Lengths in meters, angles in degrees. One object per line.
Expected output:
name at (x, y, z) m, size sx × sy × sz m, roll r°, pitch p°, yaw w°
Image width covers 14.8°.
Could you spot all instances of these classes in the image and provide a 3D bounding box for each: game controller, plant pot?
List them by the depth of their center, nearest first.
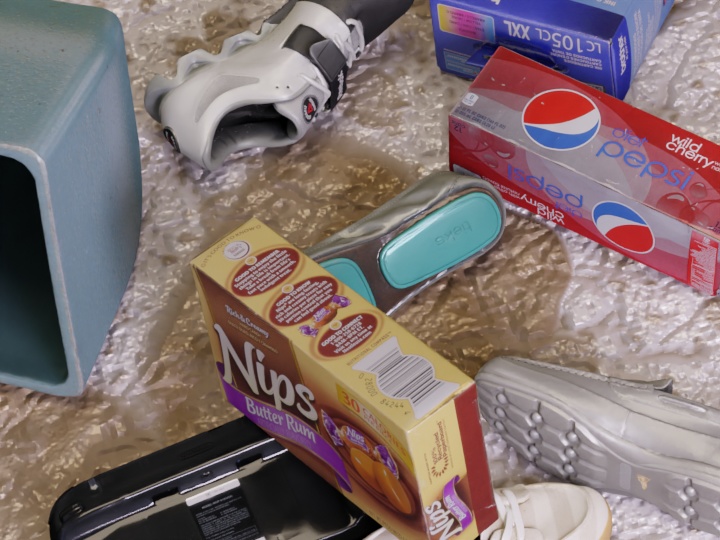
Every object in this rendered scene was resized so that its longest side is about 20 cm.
game controller at (-0.083, 0.144, 1.648) m, size 0.199 × 0.042 × 0.105 m, roll -22°, pitch 65°, yaw -8°
plant pot at (-0.234, -0.071, 1.756) m, size 0.195 × 0.197 × 0.200 m, roll 11°, pitch 42°, yaw 18°

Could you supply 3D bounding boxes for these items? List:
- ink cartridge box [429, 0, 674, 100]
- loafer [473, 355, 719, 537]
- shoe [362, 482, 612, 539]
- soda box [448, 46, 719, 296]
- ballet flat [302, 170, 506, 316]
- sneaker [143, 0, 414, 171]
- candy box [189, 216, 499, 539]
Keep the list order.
ink cartridge box at (0.134, -0.189, 1.862) m, size 0.136 × 0.077 × 0.201 m, roll 16°, pitch 56°, yaw 21°
loafer at (0.162, 0.094, 1.628) m, size 0.199 × 0.070 × 0.070 m, roll 23°, pitch 52°, yaw 16°
shoe at (0.052, 0.167, 1.590) m, size 0.199 × 0.054 × 0.070 m, roll -21°, pitch 50°, yaw -8°
soda box at (0.155, -0.062, 1.747) m, size 0.199 × 0.064 × 0.070 m, roll 27°, pitch 59°, yaw 20°
ballet flat at (0.000, 0.000, 1.743) m, size 0.199 × 0.068 × 0.064 m, roll -29°, pitch 24°, yaw -16°
sneaker at (-0.038, -0.129, 1.844) m, size 0.199 × 0.074 × 0.089 m, roll -32°, pitch 52°, yaw -5°
candy box at (-0.010, 0.067, 1.584) m, size 0.056 × 0.117 × 0.200 m, roll -36°, pitch 49°, yaw -23°
